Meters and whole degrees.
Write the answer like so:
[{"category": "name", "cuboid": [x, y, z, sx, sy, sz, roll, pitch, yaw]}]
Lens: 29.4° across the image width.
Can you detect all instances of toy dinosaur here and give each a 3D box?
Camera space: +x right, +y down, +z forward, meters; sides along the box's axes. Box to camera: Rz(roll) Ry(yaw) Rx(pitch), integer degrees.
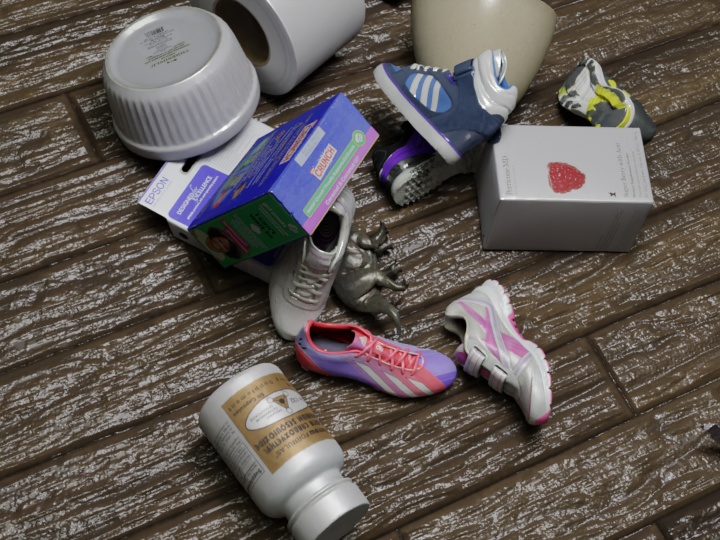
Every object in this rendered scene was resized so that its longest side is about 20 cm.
[{"category": "toy dinosaur", "cuboid": [0.000, 0.000, 1.717, 0.102, 0.077, 0.201, -20, 79, -1]}]

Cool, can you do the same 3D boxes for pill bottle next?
[{"category": "pill bottle", "cuboid": [-0.084, 0.213, 1.543, 0.114, 0.115, 0.200, -31, 68, -23]}]

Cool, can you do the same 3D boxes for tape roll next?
[{"category": "tape roll", "cuboid": [-0.112, -0.354, 1.828, 0.202, 0.203, 0.139, 39, 63, 16]}]

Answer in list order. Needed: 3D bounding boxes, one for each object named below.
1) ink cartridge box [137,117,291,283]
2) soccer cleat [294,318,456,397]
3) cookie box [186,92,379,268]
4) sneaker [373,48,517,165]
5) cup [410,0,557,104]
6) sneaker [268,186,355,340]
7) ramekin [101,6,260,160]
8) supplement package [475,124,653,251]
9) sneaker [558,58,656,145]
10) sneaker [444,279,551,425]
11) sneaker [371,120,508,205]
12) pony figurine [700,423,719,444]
[{"category": "ink cartridge box", "cuboid": [-0.153, -0.105, 1.765, 0.199, 0.043, 0.199, 28, 60, 7]}, {"category": "soccer cleat", "cuboid": [0.019, 0.103, 1.644, 0.199, 0.077, 0.067, 12, 58, 0]}, {"category": "cookie box", "cuboid": [-0.093, -0.103, 1.628, 0.075, 0.200, 0.171, 44, 58, -18]}, {"category": "sneaker", "cuboid": [0.118, -0.238, 1.749, 0.146, 0.081, 0.200, -42, 51, 7]}, {"category": "cup", "cuboid": [0.155, -0.282, 1.842, 0.199, 0.200, 0.144, 10, 82, -1]}, {"category": "sneaker", "cuboid": [-0.064, -0.006, 1.640, 0.075, 0.201, 0.100, 18, 15, -4]}, {"category": "ramekin", "cuboid": [-0.238, -0.248, 1.768, 0.199, 0.105, 0.201, -9, 49, 10]}, {"category": "supplement package", "cuboid": [0.259, -0.105, 1.773, 0.199, 0.120, 0.122, 0, 59, -7]}, {"category": "sneaker", "cuboid": [0.334, -0.220, 1.863, 0.084, 0.075, 0.200, 32, 18, -27]}, {"category": "sneaker", "cuboid": [0.163, 0.108, 1.663, 0.088, 0.082, 0.200, -19, 55, -16]}, {"category": "sneaker", "cuboid": [0.101, -0.170, 1.823, 0.199, 0.070, 0.100, -26, 57, -24]}, {"category": "pony figurine", "cuboid": [0.513, 0.236, 1.602, 0.193, 0.166, 0.201, 32, 51, -26]}]
